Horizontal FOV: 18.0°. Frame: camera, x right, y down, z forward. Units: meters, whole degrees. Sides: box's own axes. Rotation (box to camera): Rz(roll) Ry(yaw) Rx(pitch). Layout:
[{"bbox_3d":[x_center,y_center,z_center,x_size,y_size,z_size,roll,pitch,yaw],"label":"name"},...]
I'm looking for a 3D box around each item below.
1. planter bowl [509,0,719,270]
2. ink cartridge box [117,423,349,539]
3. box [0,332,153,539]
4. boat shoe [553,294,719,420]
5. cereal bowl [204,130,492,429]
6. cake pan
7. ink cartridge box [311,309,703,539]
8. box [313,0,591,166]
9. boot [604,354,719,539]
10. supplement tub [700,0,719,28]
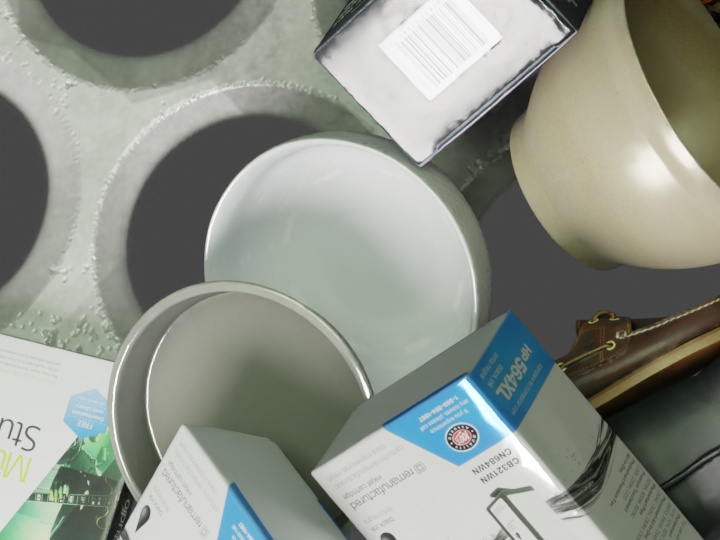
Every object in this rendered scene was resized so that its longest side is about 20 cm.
[{"bbox_3d":[0.183,-0.081,1.468,0.134,0.199,0.202,-34,66,32],"label":"planter bowl"},{"bbox_3d":[-0.098,0.223,1.438,0.201,0.085,0.147,-59,43,16],"label":"ink cartridge box"},{"bbox_3d":[-0.228,0.153,1.578,0.143,0.036,0.202,12,79,18],"label":"box"},{"bbox_3d":[0.156,0.063,1.482,0.199,0.070,0.071,-29,71,5],"label":"boat shoe"},{"bbox_3d":[0.000,0.000,1.516,0.198,0.083,0.202,7,108,22],"label":"cereal bowl"},{"bbox_3d":[-0.073,0.101,1.506,0.198,0.037,0.202,6,106,21],"label":"cake pan"},{"bbox_3d":[0.092,0.148,1.394,0.146,0.084,0.200,-35,100,35],"label":"ink cartridge box"},{"bbox_3d":[0.074,-0.184,1.478,0.104,0.200,0.148,45,121,-9],"label":"box"},{"bbox_3d":[0.253,0.145,1.433,0.168,0.076,0.201,-37,86,17],"label":"boot"},{"bbox_3d":[0.296,-0.170,1.457,0.122,0.123,0.201,-36,94,2],"label":"supplement tub"}]
